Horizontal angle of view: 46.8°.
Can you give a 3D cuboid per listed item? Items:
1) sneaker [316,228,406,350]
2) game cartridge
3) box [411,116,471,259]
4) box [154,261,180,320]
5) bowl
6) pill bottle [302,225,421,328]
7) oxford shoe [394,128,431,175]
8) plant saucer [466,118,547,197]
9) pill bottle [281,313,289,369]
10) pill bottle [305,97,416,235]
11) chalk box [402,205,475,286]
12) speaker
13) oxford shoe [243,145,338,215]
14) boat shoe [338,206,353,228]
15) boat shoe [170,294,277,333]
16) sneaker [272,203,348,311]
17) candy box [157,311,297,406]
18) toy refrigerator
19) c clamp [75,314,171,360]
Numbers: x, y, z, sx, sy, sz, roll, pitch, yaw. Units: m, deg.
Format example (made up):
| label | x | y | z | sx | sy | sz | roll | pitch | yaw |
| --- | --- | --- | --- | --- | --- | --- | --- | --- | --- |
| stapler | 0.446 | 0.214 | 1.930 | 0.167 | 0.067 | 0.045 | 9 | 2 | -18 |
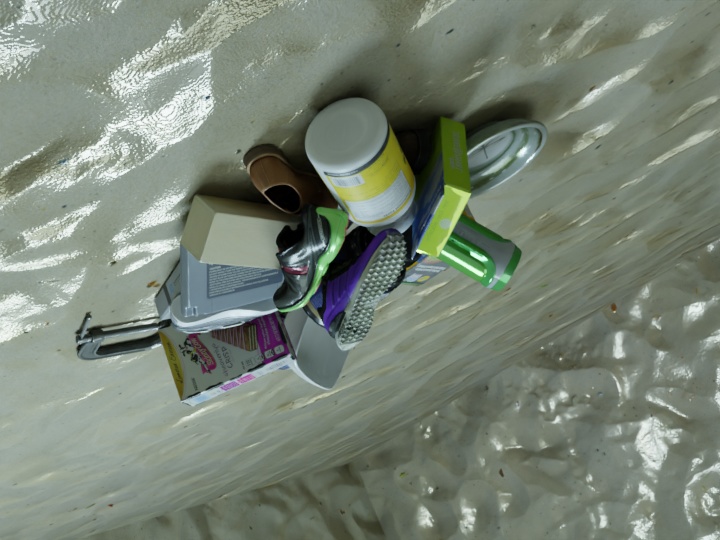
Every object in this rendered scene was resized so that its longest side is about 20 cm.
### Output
| label | x | y | z | sx | sy | sz | roll | pitch | yaw |
| --- | --- | --- | --- | --- | --- | --- | --- | --- | --- |
| sneaker | -0.012 | 0.010 | 1.185 | 0.069 | 0.100 | 0.201 | -6 | 132 | -45 |
| game cartridge | -0.180 | -0.014 | 1.252 | 0.198 | 0.041 | 0.135 | -13 | 113 | -37 |
| box | 0.112 | -0.115 | 1.187 | 0.047 | 0.201 | 0.123 | 16 | 129 | -9 |
| box | -0.230 | 0.007 | 1.351 | 0.155 | 0.042 | 0.200 | -10 | 157 | -38 |
| bowl | -0.085 | 0.113 | 1.607 | 0.074 | 0.202 | 0.200 | 13 | 161 | 27 |
| pill bottle | 0.000 | 0.000 | 1.287 | 0.111 | 0.113 | 0.200 | -2 | 151 | -47 |
| oxford shoe | 0.029 | -0.138 | 1.255 | 0.084 | 0.073 | 0.201 | -6 | 145 | -26 |
| plant saucer | 0.203 | -0.189 | 1.341 | 0.198 | 0.051 | 0.201 | -24 | 160 | -9 |
| pill bottle | -0.171 | 0.140 | 1.656 | 0.110 | 0.112 | 0.199 | -32 | 159 | 21 |
| pill bottle | 0.010 | -0.129 | 1.116 | 0.111 | 0.113 | 0.200 | -26 | 146 | 6 |
| chalk box | 0.094 | -0.055 | 1.457 | 0.199 | 0.125 | 0.124 | -33 | 160 | 25 |
| speaker | 0.150 | -0.049 | 1.306 | 0.089 | 0.199 | 0.088 | -60 | -179 | 3 |
| oxford shoe | -0.089 | -0.102 | 1.161 | 0.071 | 0.072 | 0.199 | -32 | 153 | 21 |
| boat shoe | -0.074 | -0.067 | 1.328 | 0.069 | 0.072 | 0.200 | 17 | 146 | -22 |
| boat shoe | -0.208 | 0.059 | 1.343 | 0.198 | 0.072 | 0.068 | -15 | 157 | -19 |
| sneaker | -0.083 | -0.022 | 1.164 | 0.083 | 0.077 | 0.201 | 24 | 129 | -8 |
| candy box | -0.223 | 0.124 | 1.396 | 0.198 | 0.137 | 0.061 | -24 | 161 | 1 |
| toy refrigerator | -0.150 | -0.052 | 1.190 | 0.199 | 0.070 | 0.077 | 5 | 113 | -43 |
| c clamp | -0.404 | 0.116 | 1.443 | 0.199 | 0.027 | 0.171 | -6 | 153 | -42 |
